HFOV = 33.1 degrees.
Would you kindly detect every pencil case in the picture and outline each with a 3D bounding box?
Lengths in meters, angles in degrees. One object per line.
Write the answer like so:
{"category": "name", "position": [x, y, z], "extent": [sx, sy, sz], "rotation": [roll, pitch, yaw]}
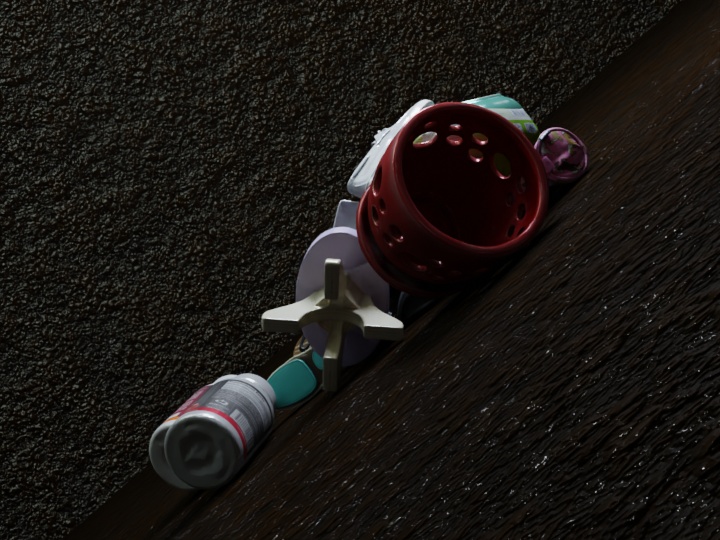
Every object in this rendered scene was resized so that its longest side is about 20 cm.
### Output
{"category": "pencil case", "position": [0.235, -0.128, 1.698], "extent": [0.200, 0.086, 0.083], "rotation": [-37, 34, 63]}

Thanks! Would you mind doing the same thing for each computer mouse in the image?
{"category": "computer mouse", "position": [0.124, -0.009, 1.661], "extent": [0.200, 0.046, 0.140], "rotation": [-40, 2, 26]}

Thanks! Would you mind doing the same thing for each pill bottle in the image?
{"category": "pill bottle", "position": [-0.230, 0.243, 1.860], "extent": [0.114, 0.114, 0.200], "rotation": [-40, 3, 27]}
{"category": "pill bottle", "position": [-0.185, 0.215, 1.682], "extent": [0.111, 0.111, 0.200], "rotation": [-40, 2, 21]}

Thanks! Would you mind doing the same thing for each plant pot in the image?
{"category": "plant pot", "position": [0.101, -0.077, 1.461], "extent": [0.200, 0.200, 0.183], "rotation": [-42, -2, -28]}

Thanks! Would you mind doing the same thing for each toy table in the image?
{"category": "toy table", "position": [-0.029, 0.056, 1.602], "extent": [0.184, 0.200, 0.117], "rotation": [-7, 22, 12]}

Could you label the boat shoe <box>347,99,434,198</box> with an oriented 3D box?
{"category": "boat shoe", "position": [0.047, -0.184, 1.834], "extent": [0.200, 0.068, 0.072], "rotation": [-61, -30, -21]}

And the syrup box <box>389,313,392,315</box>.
{"category": "syrup box", "position": [0.001, 0.061, 1.960], "extent": [0.081, 0.079, 0.200], "rotation": [-40, 2, 24]}

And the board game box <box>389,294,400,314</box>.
{"category": "board game box", "position": [0.088, -0.039, 1.842], "extent": [0.200, 0.105, 0.103], "rotation": [-40, -15, 6]}

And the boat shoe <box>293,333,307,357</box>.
{"category": "boat shoe", "position": [-0.056, 0.121, 1.984], "extent": [0.072, 0.072, 0.200], "rotation": [-22, 31, 22]}

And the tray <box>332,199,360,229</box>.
{"category": "tray", "position": [0.000, 0.000, 1.793], "extent": [0.022, 0.107, 0.200], "rotation": [30, -109, -68]}

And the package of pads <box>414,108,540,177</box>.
{"category": "package of pads", "position": [0.131, -0.130, 1.629], "extent": [0.154, 0.068, 0.200], "rotation": [-3, -41, -24]}

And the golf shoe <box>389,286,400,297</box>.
{"category": "golf shoe", "position": [0.036, -0.013, 1.706], "extent": [0.200, 0.094, 0.078], "rotation": [-69, -24, -9]}

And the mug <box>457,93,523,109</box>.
{"category": "mug", "position": [0.194, -0.212, 1.880], "extent": [0.152, 0.115, 0.185], "rotation": [-15, 6, -22]}

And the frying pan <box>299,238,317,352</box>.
{"category": "frying pan", "position": [-0.027, 0.030, 1.751], "extent": [0.115, 0.190, 0.031], "rotation": [-2, -21, 8]}

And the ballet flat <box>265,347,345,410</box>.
{"category": "ballet flat", "position": [-0.058, 0.141, 1.766], "extent": [0.200, 0.069, 0.069], "rotation": [-38, 3, 25]}
